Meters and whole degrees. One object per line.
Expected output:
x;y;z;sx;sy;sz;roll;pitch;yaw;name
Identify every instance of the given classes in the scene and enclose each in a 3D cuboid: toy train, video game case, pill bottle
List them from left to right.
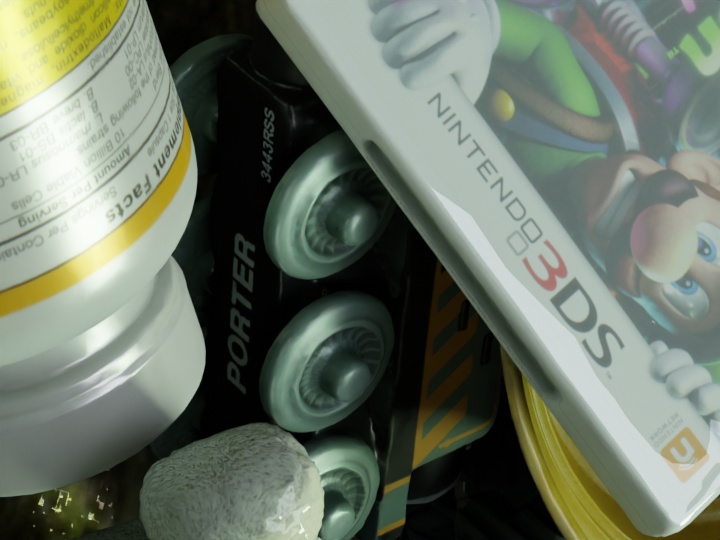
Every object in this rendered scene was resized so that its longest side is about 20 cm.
-0.104;-0.047;0.691;0.113;0.113;0.200;-48;133;-37;pill bottle
0.000;0.000;0.835;0.114;0.085;0.201;-21;132;-31;toy train
0.097;-0.059;0.787;0.200;0.023;0.182;-40;100;-23;video game case

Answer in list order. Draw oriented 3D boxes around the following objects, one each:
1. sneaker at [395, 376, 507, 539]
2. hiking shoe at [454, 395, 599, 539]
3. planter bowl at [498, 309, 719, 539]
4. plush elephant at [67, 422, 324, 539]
0.031;0.067;0.958;0.081;0.074;0.201;32;65;-46;sneaker
0.095;0.024;0.930;0.087;0.074;0.201;33;72;-37;hiking shoe
0.113;0.022;0.842;0.200;0.083;0.201;3;82;-23;planter bowl
-0.056;0.150;0.761;0.200;0.164;0.155;52;22;-72;plush elephant
